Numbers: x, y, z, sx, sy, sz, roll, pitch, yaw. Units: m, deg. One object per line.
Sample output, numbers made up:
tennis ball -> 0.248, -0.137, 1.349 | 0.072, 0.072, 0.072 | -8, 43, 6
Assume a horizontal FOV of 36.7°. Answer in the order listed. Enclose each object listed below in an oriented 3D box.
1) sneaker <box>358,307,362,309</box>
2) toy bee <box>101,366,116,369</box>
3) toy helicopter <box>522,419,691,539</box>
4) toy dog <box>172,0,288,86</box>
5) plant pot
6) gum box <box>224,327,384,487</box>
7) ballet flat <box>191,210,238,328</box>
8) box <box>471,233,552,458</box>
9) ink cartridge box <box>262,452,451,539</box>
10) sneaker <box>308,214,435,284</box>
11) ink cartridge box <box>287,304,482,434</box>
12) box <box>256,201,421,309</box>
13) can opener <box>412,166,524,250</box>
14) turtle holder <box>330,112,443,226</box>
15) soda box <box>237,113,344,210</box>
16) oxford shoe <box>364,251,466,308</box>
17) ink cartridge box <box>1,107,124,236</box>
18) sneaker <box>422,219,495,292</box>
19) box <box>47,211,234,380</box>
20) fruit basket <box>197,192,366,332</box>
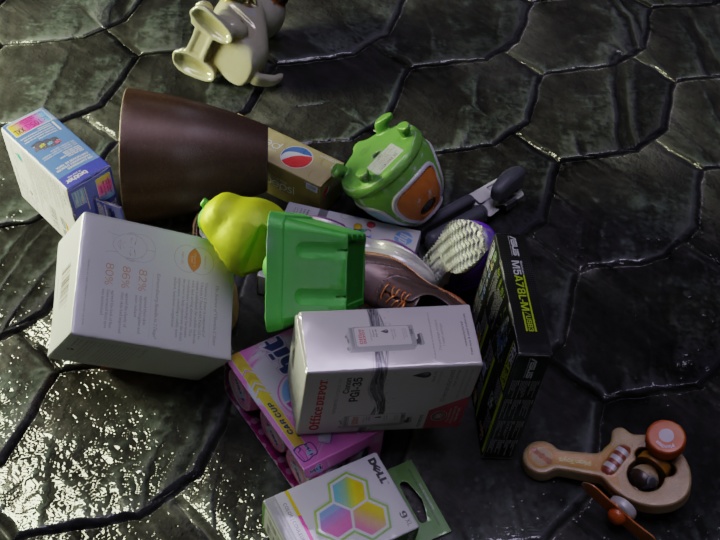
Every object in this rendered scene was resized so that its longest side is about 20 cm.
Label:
sneaker -> 0.012, 0.107, 1.367 | 0.198, 0.081, 0.083 | 22, 31, 24
toy bee -> -0.327, 0.023, 1.400 | 0.130, 0.109, 0.201 | -19, 51, -22
toy helicopter -> 0.290, 0.246, 1.286 | 0.198, 0.079, 0.133 | 5, 54, 15
toy dog -> -0.193, -0.413, 1.820 | 0.192, 0.140, 0.201 | 25, 47, 0
plant pot -> -0.229, -0.161, 1.531 | 0.197, 0.188, 0.188 | 0, 46, -5
gum box -> -0.068, 0.171, 1.310 | 0.113, 0.067, 0.200 | -23, 52, -26
ballet flat -> -0.205, -0.003, 1.468 | 0.068, 0.063, 0.201 | -7, 47, -12
box -> 0.174, 0.092, 1.318 | 0.047, 0.201, 0.194 | 1, 45, -9
ink cartridge box -> -0.001, 0.276, 1.215 | 0.198, 0.060, 0.104 | -18, 55, -22
sneaker -> 0.000, 0.000, 1.442 | 0.198, 0.075, 0.101 | 18, 74, 6
ink cartridge box -> 0.023, 0.114, 1.226 | 0.198, 0.147, 0.083 | -2, 54, -10
box -> -0.028, -0.012, 1.511 | 0.198, 0.041, 0.157 | 14, 47, 7
can opener -> 0.163, -0.099, 1.596 | 0.199, 0.067, 0.053 | -29, 54, -29
turtle holder -> 0.039, -0.131, 1.564 | 0.185, 0.132, 0.142 | -9, 42, 50
soda box -> -0.125, -0.159, 1.628 | 0.199, 0.064, 0.068 | 27, 49, 19
oxford shoe -> 0.050, 0.028, 1.370 | 0.198, 0.072, 0.073 | 22, 6, 1
ink cartridge box -> -0.402, -0.114, 1.504 | 0.076, 0.137, 0.200 | -34, 57, -26
sneaker -> 0.154, -0.020, 1.439 | 0.098, 0.200, 0.070 | -3, 75, -17
box -> -0.262, 0.036, 1.315 | 0.198, 0.106, 0.154 | 13, 65, -28
fruit basket -> -0.100, -0.013, 1.290 | 0.213, 0.158, 0.216 | 2, 2, 0
